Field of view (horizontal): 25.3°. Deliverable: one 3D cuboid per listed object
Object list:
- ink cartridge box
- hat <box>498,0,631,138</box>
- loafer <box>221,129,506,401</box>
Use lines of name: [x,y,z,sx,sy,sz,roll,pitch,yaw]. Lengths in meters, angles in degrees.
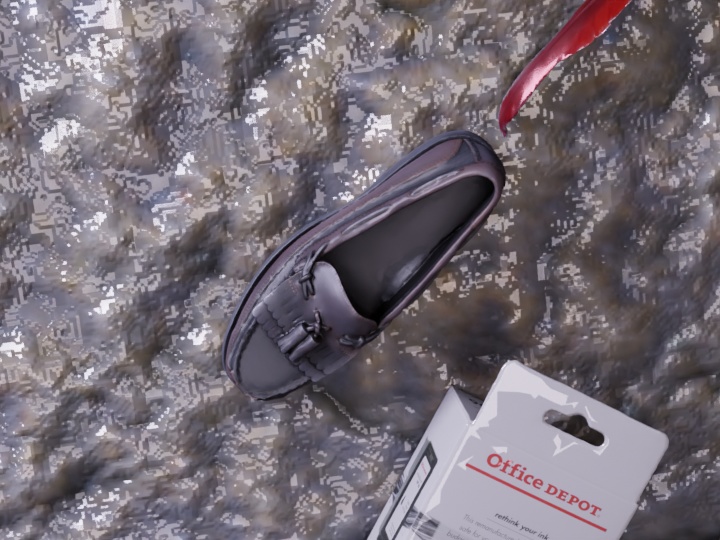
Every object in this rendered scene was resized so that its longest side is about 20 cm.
ink cartridge box: [0.079,0.150,0.937,0.115,0.068,0.201,26,100,-13]
hat: [0.149,-0.212,0.877,0.200,0.176,0.166,-43,107,-34]
loafer: [0.000,0.000,0.890,0.200,0.063,0.072,-43,105,5]
